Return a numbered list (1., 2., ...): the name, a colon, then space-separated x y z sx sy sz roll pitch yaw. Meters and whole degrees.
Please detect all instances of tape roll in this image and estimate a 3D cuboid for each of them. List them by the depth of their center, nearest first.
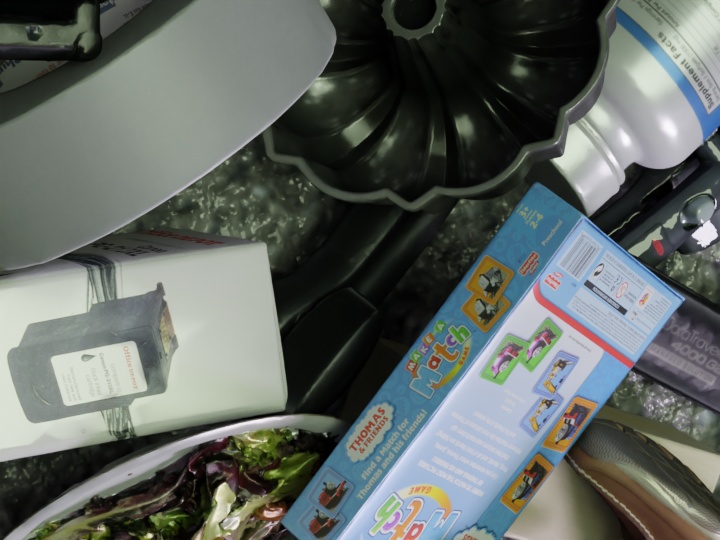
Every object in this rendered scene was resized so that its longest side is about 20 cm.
1. tape roll: -0.111 -0.083 1.128 0.200 0.200 0.066 -38 109 -16

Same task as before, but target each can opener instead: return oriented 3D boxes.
1. can opener: 0.000 0.000 1.275 0.200 0.079 0.063 -52 155 -24
2. can opener: 0.152 -0.019 1.349 0.200 0.063 0.079 -38 111 -17

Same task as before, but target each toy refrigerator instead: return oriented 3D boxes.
1. toy refrigerator: 0.088 0.101 1.332 0.200 0.070 0.076 17 96 -25

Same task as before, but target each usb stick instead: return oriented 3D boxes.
1. usb stick: 0.167 0.034 1.342 0.200 0.033 0.056 27 99 -46

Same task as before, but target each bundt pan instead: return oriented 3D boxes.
1. bundt pan: 0.034 -0.119 1.232 0.201 0.076 0.202 -3 76 14

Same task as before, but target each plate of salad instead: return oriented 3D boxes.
1. plate of salad: -0.088 0.128 1.192 0.200 0.200 0.048 -14 65 -23

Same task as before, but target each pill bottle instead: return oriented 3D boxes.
1. pill bottle: 0.160 -0.125 1.309 0.200 0.112 0.112 -44 112 -5

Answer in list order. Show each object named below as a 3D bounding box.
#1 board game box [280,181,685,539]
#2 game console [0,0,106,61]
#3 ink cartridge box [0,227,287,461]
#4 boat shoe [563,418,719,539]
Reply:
1. board game box: 0.063 0.066 1.206 0.200 0.037 0.151 -54 150 2
2. game console: -0.175 -0.152 1.103 0.175 0.200 0.117 -1 95 -24
3. ink cartridge box: -0.154 0.035 1.165 0.200 0.145 0.085 -9 98 -24
4. boat shoe: 0.172 0.156 1.304 0.072 0.076 0.200 -45 112 9
